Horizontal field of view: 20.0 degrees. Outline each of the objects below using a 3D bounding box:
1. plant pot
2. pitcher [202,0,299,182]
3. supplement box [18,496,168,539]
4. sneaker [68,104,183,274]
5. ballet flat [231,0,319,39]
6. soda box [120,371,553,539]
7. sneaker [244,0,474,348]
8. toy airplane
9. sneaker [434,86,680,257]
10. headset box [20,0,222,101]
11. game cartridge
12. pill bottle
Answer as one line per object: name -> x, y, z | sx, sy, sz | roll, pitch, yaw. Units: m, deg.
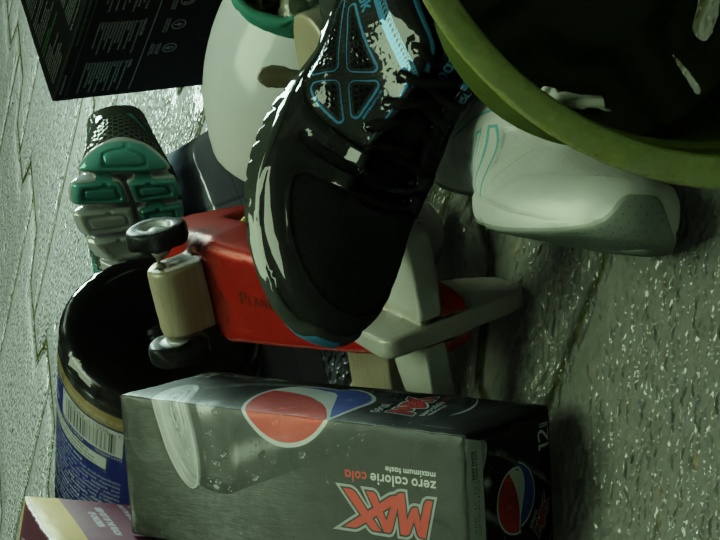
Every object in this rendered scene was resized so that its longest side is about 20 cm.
plant pot -> 0.094, -0.113, 0.654 | 0.190, 0.198, 0.202 | 130, 145, -82
pitcher -> -0.005, -0.148, 1.084 | 0.172, 0.120, 0.201 | -58, -11, -69
supplement box -> -0.069, 0.190, 0.984 | 0.103, 0.198, 0.132 | -162, 79, -72
sneaker -> -0.127, -0.011, 1.197 | 0.092, 0.077, 0.201 | -105, 11, -52
ballet flat -> 0.016, -0.167, 0.934 | 0.199, 0.070, 0.068 | -32, 82, 28
soda box -> -0.014, 0.089, 0.894 | 0.199, 0.063, 0.072 | 3, 100, 39
sneaker -> 0.008, -0.068, 0.847 | 0.082, 0.073, 0.202 | -5, 70, 55
toy airplane -> 0.000, 0.000, 0.984 | 0.199, 0.141, 0.200 | 48, 135, 12
sneaker -> 0.077, -0.056, 0.830 | 0.200, 0.070, 0.081 | -135, 57, -69
headset box -> -0.084, -0.194, 1.204 | 0.093, 0.198, 0.174 | 70, 153, 23
game cartridge -> -0.065, 0.019, 1.183 | 0.133, 0.040, 0.202 | -15, 94, 70
pill bottle -> -0.117, 0.099, 1.151 | 0.201, 0.111, 0.112 | 100, 165, -45
